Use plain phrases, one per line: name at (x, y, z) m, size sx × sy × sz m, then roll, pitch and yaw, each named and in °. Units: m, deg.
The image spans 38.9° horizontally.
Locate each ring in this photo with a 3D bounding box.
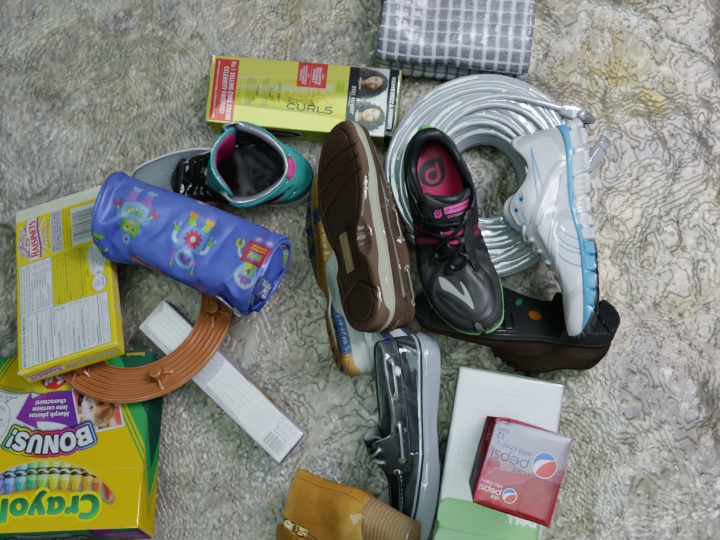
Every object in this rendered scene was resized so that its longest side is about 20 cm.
ring at (-0.221, 0.035, 1.012) m, size 0.196 × 0.019 × 0.204 m, roll -5°, pitch 57°, yaw 8°

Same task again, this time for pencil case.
pencil case at (-0.165, -0.023, 0.978) m, size 0.197 × 0.078 × 0.088 m, roll 22°, pitch 81°, yaw 9°

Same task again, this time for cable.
cable at (0.123, -0.094, 1.015) m, size 0.197 × 0.069 × 0.203 m, roll 28°, pitch 89°, yaw 5°

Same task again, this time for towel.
towel at (0.101, -0.299, 1.039) m, size 0.162 × 0.086 × 0.204 m, roll 5°, pitch 83°, yaw 4°

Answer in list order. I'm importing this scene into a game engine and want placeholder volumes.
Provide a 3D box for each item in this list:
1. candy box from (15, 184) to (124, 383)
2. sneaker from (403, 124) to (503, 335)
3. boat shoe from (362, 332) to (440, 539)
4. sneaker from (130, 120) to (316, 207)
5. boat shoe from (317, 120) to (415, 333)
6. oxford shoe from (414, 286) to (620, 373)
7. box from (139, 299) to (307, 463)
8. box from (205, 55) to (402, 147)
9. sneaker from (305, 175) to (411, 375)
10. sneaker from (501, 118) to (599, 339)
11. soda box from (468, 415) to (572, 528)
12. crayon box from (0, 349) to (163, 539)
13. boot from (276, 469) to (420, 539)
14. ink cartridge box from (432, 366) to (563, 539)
candy box at (-0.292, 0.009, 1.015) m, size 0.100 × 0.027 × 0.203 m, roll -17°, pitch 55°, yaw 4°
sneaker at (0.078, -0.037, 0.932) m, size 0.075 × 0.084 × 0.204 m, roll -19°, pitch 80°, yaw 4°
boat shoe at (0.035, 0.161, 0.977) m, size 0.069 × 0.072 × 0.205 m, roll 1°, pitch 89°, yaw -15°
sneaker at (-0.147, -0.095, 1.012) m, size 0.196 × 0.121 × 0.085 m, roll -5°, pitch 82°, yaw 4°
boat shoe at (0.010, -0.040, 0.969) m, size 0.074 × 0.074 × 0.207 m, roll -20°, pitch 71°, yaw 44°
oxford shoe at (0.144, 0.064, 0.986) m, size 0.196 × 0.085 × 0.073 m, roll 11°, pitch 41°, yaw 3°
box at (-0.137, 0.112, 1.026) m, size 0.199 × 0.039 × 0.042 m, roll 41°, pitch 85°, yaw 8°
box at (-0.057, -0.175, 1.052) m, size 0.196 × 0.050 × 0.077 m, roll 6°, pitch 84°, yaw 5°
sneaker at (0.000, 0.000, 1.023) m, size 0.086 × 0.075 × 0.204 m, roll -11°, pitch 85°, yaw -13°
sneaker at (0.176, -0.035, 0.944) m, size 0.085 × 0.075 × 0.204 m, roll -6°, pitch 78°, yaw 10°
soda box at (0.129, 0.164, 0.856) m, size 0.062 × 0.200 × 0.071 m, roll 17°, pitch 84°, yaw 8°
crayon box at (-0.298, 0.173, 0.995) m, size 0.196 × 0.059 × 0.176 m, roll -4°, pitch 63°, yaw 4°
boot at (-0.018, 0.300, 0.983) m, size 0.142 × 0.070 × 0.205 m, roll 15°, pitch 107°, yaw 28°
ink cartridge box at (0.129, 0.201, 0.983) m, size 0.102 × 0.059 × 0.204 m, roll 9°, pitch 84°, yaw 6°
